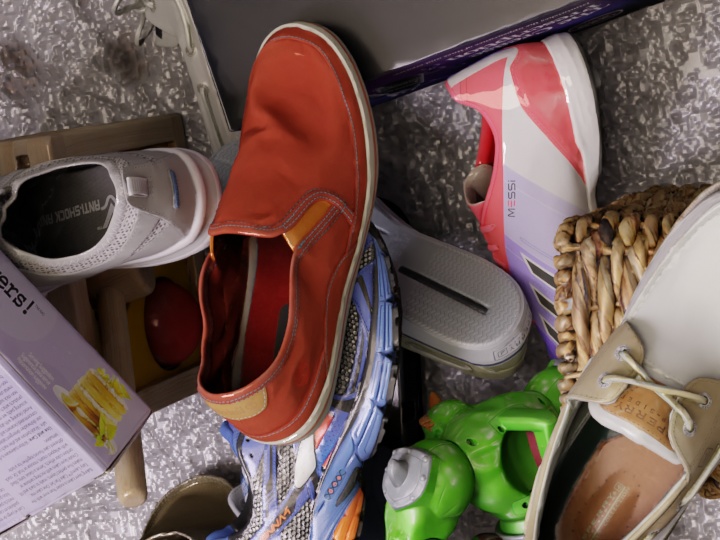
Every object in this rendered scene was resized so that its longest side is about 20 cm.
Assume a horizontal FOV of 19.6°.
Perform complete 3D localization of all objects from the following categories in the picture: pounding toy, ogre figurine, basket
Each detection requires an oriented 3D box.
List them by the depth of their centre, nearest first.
[{"bbox_3d":[0.187,0.033,0.985,0.148,0.200,0.144,-1,97,21],"label":"basket"},{"bbox_3d":[0.078,0.118,1.040,0.199,0.098,0.121,-18,110,-17],"label":"ogre figurine"},{"bbox_3d":[-0.149,0.018,1.115,0.141,0.200,0.185,-7,96,21],"label":"pounding toy"}]

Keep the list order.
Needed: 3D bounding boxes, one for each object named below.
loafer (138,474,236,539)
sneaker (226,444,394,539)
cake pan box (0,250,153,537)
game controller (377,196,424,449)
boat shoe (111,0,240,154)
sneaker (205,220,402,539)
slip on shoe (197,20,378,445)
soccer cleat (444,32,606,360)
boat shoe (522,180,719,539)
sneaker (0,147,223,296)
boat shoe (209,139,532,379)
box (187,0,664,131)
[{"bbox_3d":[-0.095,0.163,1.120,0.076,0.200,0.068,-22,114,10],"label":"loafer"},{"bbox_3d":[-0.039,0.164,1.074,0.108,0.200,0.070,31,150,2],"label":"sneaker"},{"bbox_3d":[-0.223,0.050,1.004,0.184,0.052,0.200,48,134,-10],"label":"cake pan box"},{"bbox_3d":[-0.015,0.058,1.162,0.104,0.042,0.201,3,99,36],"label":"game controller"},{"bbox_3d":[-0.094,-0.144,1.144,0.086,0.075,0.203,-18,101,25],"label":"boat shoe"},{"bbox_3d":[-0.027,0.071,1.003,0.078,0.075,0.201,13,93,-2],"label":"sneaker"},{"bbox_3d":[-0.038,-0.022,0.965,0.074,0.061,0.201,-1,75,33],"label":"slip on shoe"},{"bbox_3d":[0.089,-0.023,1.057,0.073,0.068,0.201,-13,122,-5],"label":"soccer cleat"},{"bbox_3d":[0.126,0.057,0.868,0.074,0.068,0.201,27,108,17],"label":"boat shoe"},{"bbox_3d":[-0.168,-0.021,0.998,0.199,0.082,0.075,-20,76,22],"label":"sneaker"},{"bbox_3d":[0.000,0.000,1.085,0.199,0.062,0.072,32,68,23],"label":"boat shoe"},{"bbox_3d":[0.036,-0.138,1.051,0.199,0.141,0.079,-18,92,23],"label":"box"}]
